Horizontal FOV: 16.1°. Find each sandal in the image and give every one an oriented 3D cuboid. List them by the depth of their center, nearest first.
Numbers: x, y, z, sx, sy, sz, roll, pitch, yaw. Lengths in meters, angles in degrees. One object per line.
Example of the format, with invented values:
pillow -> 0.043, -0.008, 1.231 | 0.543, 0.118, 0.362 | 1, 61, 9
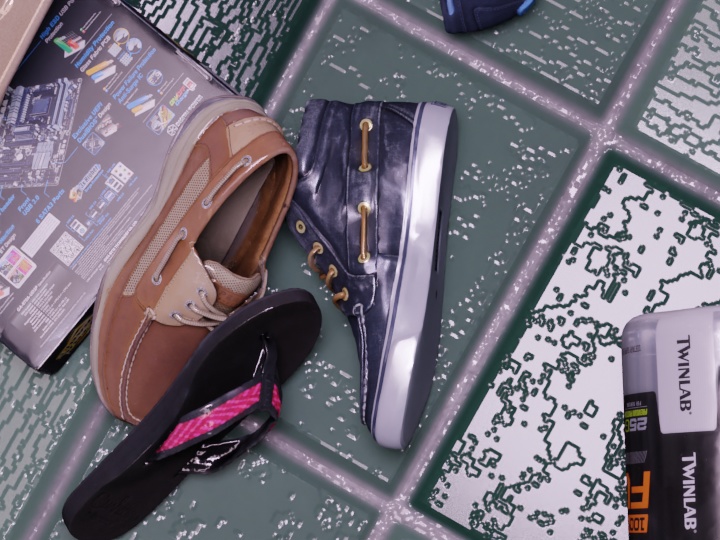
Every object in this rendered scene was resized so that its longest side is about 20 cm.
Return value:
sandal -> -0.086, 0.092, 1.439 | 0.200, 0.075, 0.045 | -47, 54, 12

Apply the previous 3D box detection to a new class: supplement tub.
supplement tub -> 0.205, 0.122, 1.380 | 0.122, 0.123, 0.200 | -3, 83, 7

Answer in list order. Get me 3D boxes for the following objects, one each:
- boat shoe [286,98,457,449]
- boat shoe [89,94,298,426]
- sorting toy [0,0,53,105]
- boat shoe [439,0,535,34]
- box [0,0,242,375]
boat shoe -> 0.000, 0.000, 1.451 | 0.091, 0.071, 0.201 | 5, 79, 11
boat shoe -> -0.092, 0.002, 1.433 | 0.072, 0.076, 0.200 | 35, 110, 45
sorting toy -> -0.233, -0.212, 1.430 | 0.185, 0.036, 0.200 | 29, 99, 17
boat shoe -> 0.033, -0.231, 1.459 | 0.069, 0.084, 0.200 | -26, 79, 4
box -> -0.180, -0.064, 1.488 | 0.159, 0.046, 0.200 | 39, 90, 10
